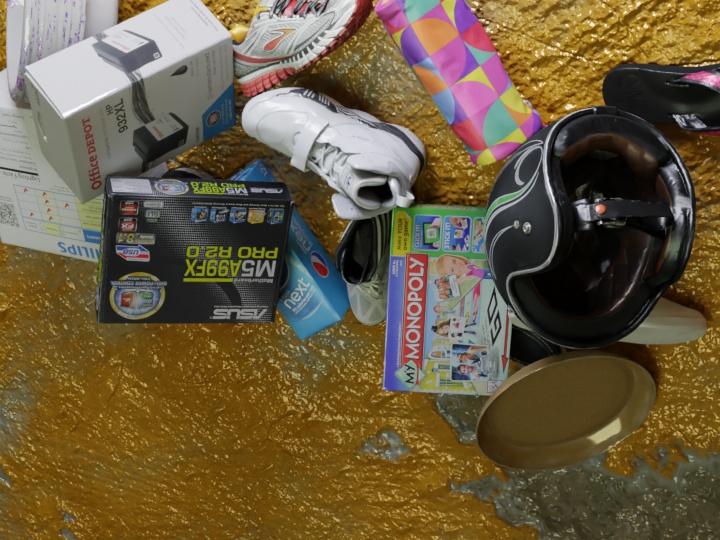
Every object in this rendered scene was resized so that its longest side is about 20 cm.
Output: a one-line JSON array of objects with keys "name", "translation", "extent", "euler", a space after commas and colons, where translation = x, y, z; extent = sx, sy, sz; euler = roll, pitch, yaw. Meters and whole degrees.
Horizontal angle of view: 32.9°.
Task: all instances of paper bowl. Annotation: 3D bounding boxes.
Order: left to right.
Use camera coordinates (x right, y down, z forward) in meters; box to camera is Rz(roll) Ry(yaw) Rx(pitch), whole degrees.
[{"name": "paper bowl", "translation": [-0.323, -0.279, 1.321], "extent": [0.104, 0.201, 0.201], "euler": [3, 136, -22]}]

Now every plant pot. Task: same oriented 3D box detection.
[{"name": "plant pot", "translation": [0.218, 0.147, 1.312], "extent": [0.199, 0.028, 0.200], "euler": [-8, 139, -7]}]

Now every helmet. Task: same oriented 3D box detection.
[{"name": "helmet", "translation": [0.206, -0.035, 1.140], "extent": [0.200, 0.200, 0.191], "euler": [34, 149, 7]}]

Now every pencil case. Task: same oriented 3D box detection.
[{"name": "pencil case", "translation": [0.097, -0.196, 1.176], "extent": [0.088, 0.088, 0.200], "euler": [-23, 109, 40]}]

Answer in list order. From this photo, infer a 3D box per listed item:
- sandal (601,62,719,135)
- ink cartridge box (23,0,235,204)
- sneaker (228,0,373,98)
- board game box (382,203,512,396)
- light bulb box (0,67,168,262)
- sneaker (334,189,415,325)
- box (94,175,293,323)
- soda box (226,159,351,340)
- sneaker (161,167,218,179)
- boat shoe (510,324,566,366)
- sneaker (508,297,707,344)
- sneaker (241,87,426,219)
[{"name": "sandal", "translation": [0.310, -0.151, 1.095], "extent": [0.199, 0.045, 0.075], "euler": [4, 123, 30]}, {"name": "ink cartridge box", "translation": [-0.236, -0.181, 1.281], "extent": [0.084, 0.200, 0.145], "euler": [49, 156, 24]}, {"name": "sneaker", "translation": [-0.071, -0.246, 1.245], "extent": [0.200, 0.078, 0.082], "euler": [-21, 108, 40]}, {"name": "board game box", "translation": [0.094, 0.032, 1.290], "extent": [0.134, 0.029, 0.201], "euler": [2, 103, 0]}, {"name": "light bulb box", "translation": [-0.347, -0.131, 1.466], "extent": [0.197, 0.125, 0.201], "euler": [11, 127, 25]}, {"name": "sneaker", "translation": [0.000, 0.000, 1.349], "extent": [0.075, 0.115, 0.201], "euler": [22, 131, 17]}, {"name": "box", "translation": [-0.182, -0.020, 1.324], "extent": [0.199, 0.044, 0.161], "euler": [1, 120, -19]}, {"name": "soda box", "translation": [-0.092, -0.023, 1.415], "extent": [0.064, 0.068, 0.200], "euler": [-29, 104, 26]}, {"name": "sneaker", "translation": [-0.171, -0.039, 1.455], "extent": [0.200, 0.080, 0.074], "euler": [46, 135, -2]}, {"name": "boat shoe", "translation": [0.131, 0.058, 1.346], "extent": [0.199, 0.060, 0.076], "euler": [29, 132, 12]}, {"name": "sneaker", "translation": [0.254, 0.023, 1.243], "extent": [0.199, 0.089, 0.075], "euler": [8, 163, 5]}, {"name": "sneaker", "translation": [-0.030, -0.119, 1.248], "extent": [0.199, 0.115, 0.075], "euler": [17, 123, -6]}]
